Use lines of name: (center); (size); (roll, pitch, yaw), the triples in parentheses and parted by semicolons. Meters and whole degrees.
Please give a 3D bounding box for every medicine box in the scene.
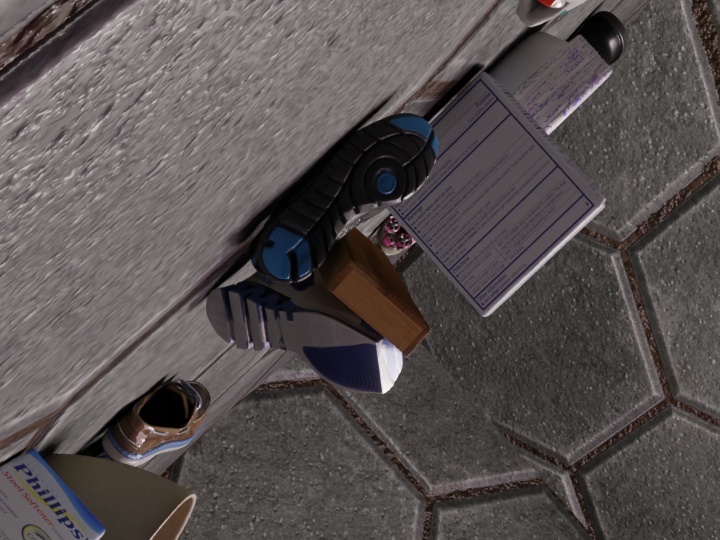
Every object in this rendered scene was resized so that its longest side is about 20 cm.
medicine box: (-0.337, 0.266, 1.151); (0.182, 0.103, 0.200); (-44, 177, 16)
medicine box: (0.144, -0.087, 1.564); (0.182, 0.200, 0.103); (-43, 175, 13)

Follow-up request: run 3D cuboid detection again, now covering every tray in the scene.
tray: (0.000, 0.000, 1.282); (0.037, 0.098, 0.200); (-47, -160, 8)

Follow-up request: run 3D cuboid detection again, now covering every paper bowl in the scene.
paper bowl: (0.206, -0.213, 1.715); (0.201, 0.104, 0.201); (-44, 177, -3)

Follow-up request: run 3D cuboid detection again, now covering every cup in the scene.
cup: (-0.275, 0.263, 1.366); (0.201, 0.142, 0.200); (-55, 174, -8)

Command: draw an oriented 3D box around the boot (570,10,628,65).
boot: (0.332, -0.315, 2.235); (0.158, 0.080, 0.211); (-42, 177, -26)

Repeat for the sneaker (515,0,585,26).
sneaker: (0.180, -0.252, 1.102); (0.094, 0.070, 0.200); (-48, -179, -18)

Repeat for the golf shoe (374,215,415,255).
golf shoe: (0.103, -0.096, 2.403); (0.199, 0.073, 0.092); (-32, 180, -20)

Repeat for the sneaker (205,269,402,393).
sneaker: (-0.038, 0.033, 1.320); (0.115, 0.197, 0.081); (-44, 143, -42)

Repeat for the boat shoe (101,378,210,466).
boat shoe: (-0.224, 0.170, 1.645); (0.072, 0.072, 0.200); (-46, 177, 26)

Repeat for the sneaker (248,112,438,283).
sneaker: (-0.020, -0.068, 1.213); (0.199, 0.074, 0.082); (-38, -166, -14)

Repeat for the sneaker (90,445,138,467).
sneaker: (-0.331, 0.258, 1.616); (0.144, 0.082, 0.200); (-11, -165, -18)
